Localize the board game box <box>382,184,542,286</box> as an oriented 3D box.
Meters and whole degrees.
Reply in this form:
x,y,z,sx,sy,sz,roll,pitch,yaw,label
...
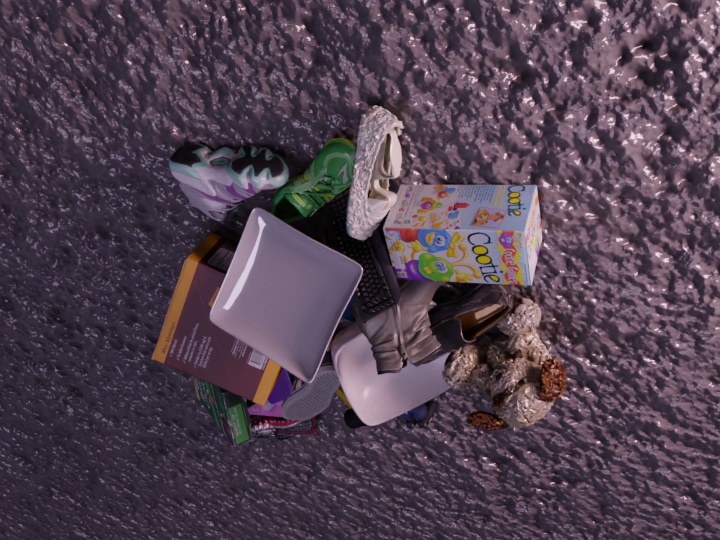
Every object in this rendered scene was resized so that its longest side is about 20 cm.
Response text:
x,y,z,sx,sy,sz,roll,pitch,yaw,label
0.148,-0.052,1.304,0.199,0.105,0.103,3,133,21,board game box

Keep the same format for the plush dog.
x,y,z,sx,sy,sz,roll,pitch,yaw,label
0.243,0.170,1.421,0.160,0.172,0.200,34,120,-24,plush dog

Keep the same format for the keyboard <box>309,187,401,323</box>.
x,y,z,sx,sy,sz,roll,pitch,yaw,label
-0.020,-0.017,1.359,0.127,0.200,0.021,-30,158,28,keyboard

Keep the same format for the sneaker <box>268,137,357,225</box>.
x,y,z,sx,sy,sz,roll,pitch,yaw,label
-0.064,-0.119,1.340,0.074,0.084,0.200,39,133,-16,sneaker

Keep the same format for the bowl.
x,y,z,sx,sy,sz,roll,pitch,yaw,label
0.052,0.138,1.503,0.199,0.075,0.200,-27,127,-7,bowl

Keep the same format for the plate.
x,y,z,sx,sy,sz,roll,pitch,yaw,label
-0.110,0.035,1.365,0.200,0.032,0.200,29,107,17,plate

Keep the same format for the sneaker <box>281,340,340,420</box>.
x,y,z,sx,sy,sz,roll,pitch,yaw,label
-0.083,0.193,1.618,0.078,0.080,0.200,11,141,-25,sneaker

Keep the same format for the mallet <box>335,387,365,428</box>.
x,y,z,sx,sy,sz,roll,pitch,yaw,label
-0.038,0.215,1.690,0.066,0.041,0.200,-16,120,35,mallet

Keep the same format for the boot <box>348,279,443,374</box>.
x,y,z,sx,sy,sz,roll,pitch,yaw,label
0.092,0.069,1.388,0.200,0.068,0.131,-29,81,2,boot

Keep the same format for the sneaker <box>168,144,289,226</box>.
x,y,z,sx,sy,sz,roll,pitch,yaw,label
-0.187,-0.119,1.404,0.200,0.078,0.140,12,138,25,sneaker

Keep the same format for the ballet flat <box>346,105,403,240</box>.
x,y,z,sx,sy,sz,roll,pitch,yaw,label
0.022,-0.126,1.269,0.072,0.072,0.200,11,116,12,ballet flat

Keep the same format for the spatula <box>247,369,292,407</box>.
x,y,z,sx,sy,sz,roll,pitch,yaw,label
-0.185,0.229,1.662,0.200,0.021,0.057,-34,73,48,spatula

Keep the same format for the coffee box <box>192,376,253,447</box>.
x,y,z,sx,sy,sz,roll,pitch,yaw,label
-0.259,0.223,1.675,0.200,0.044,0.123,37,140,54,coffee box

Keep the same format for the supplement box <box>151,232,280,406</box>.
x,y,z,sx,sy,sz,roll,pitch,yaw,label
-0.204,0.078,1.505,0.200,0.133,0.198,23,112,0,supplement box

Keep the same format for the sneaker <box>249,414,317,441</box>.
x,y,z,sx,sy,sz,roll,pitch,yaw,label
-0.179,0.303,1.798,0.200,0.081,0.075,-10,130,29,sneaker

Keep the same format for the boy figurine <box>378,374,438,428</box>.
x,y,z,sx,sy,sz,roll,pitch,yaw,label
0.041,0.202,1.623,0.200,0.064,0.124,43,152,-16,boy figurine

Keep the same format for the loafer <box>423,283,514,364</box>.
x,y,z,sx,sy,sz,roll,pitch,yaw,label
0.151,0.084,1.409,0.073,0.072,0.200,38,112,-24,loafer

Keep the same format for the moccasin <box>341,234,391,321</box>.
x,y,z,sx,sy,sz,roll,pitch,yaw,label
0.000,0.000,1.442,0.080,0.068,0.200,25,140,-5,moccasin

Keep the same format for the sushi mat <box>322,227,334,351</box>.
x,y,z,sx,sy,sz,roll,pitch,yaw,label
-0.053,0.034,1.483,0.012,0.096,0.200,-7,137,-14,sushi mat

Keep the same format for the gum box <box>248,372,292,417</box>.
x,y,z,sx,sy,sz,roll,pitch,yaw,label
-0.170,0.191,1.694,0.113,0.066,0.200,1,132,20,gum box
